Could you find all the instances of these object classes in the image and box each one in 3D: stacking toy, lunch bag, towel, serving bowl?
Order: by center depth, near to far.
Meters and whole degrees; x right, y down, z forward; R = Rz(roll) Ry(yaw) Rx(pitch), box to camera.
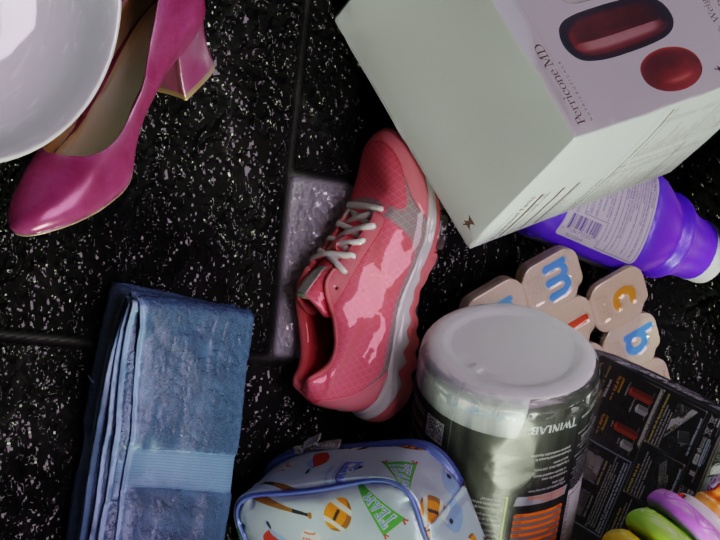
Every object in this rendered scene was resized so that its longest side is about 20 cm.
[{"bbox_3d":[-0.241,-0.161,1.353,0.200,0.066,0.201,-3,94,-39],"label":"serving bowl"},{"bbox_3d":[-0.125,0.113,1.473,0.111,0.048,0.201,10,86,-39],"label":"towel"},{"bbox_3d":[0.203,0.187,1.509,0.110,0.116,0.200,44,83,-5],"label":"stacking toy"},{"bbox_3d":[0.007,0.202,1.521,0.076,0.160,0.201,-46,120,-54],"label":"lunch bag"}]

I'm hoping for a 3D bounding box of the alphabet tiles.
[{"bbox_3d":[0.135,0.085,1.671,0.195,0.015,0.201,-29,118,-20],"label":"alphabet tiles"}]

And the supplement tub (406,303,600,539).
[{"bbox_3d":[0.090,0.134,1.565,0.122,0.122,0.201,-19,130,-36],"label":"supplement tub"}]

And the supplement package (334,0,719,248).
[{"bbox_3d":[0.131,-0.153,1.547,0.200,0.147,0.192,-21,74,-36],"label":"supplement package"}]

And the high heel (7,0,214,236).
[{"bbox_3d":[-0.158,-0.110,1.408,0.200,0.067,0.096,-46,138,-31],"label":"high heel"}]

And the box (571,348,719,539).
[{"bbox_3d":[0.185,0.173,1.625,0.050,0.158,0.201,18,95,-37],"label":"box"}]

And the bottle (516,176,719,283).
[{"bbox_3d":[0.189,-0.041,1.699,0.200,0.065,0.084,20,85,-37],"label":"bottle"}]

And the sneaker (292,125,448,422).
[{"bbox_3d":[0.000,0.000,1.549,0.087,0.074,0.201,8,88,-37],"label":"sneaker"}]
